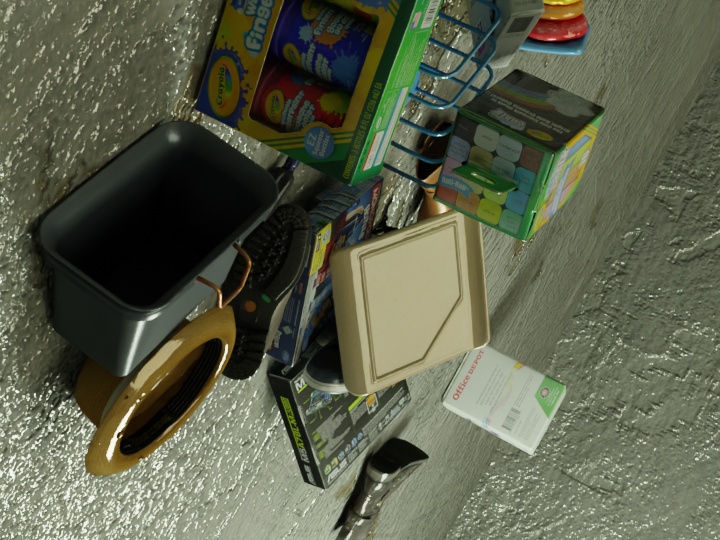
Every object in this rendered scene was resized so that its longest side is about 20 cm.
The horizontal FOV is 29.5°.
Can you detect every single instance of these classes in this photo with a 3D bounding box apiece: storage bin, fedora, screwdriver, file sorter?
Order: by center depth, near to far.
[{"bbox_3d":[-0.170,-0.006,1.168,0.200,0.146,0.134,-47,167,-39],"label":"storage bin"},{"bbox_3d":[-0.203,0.097,1.281,0.201,0.082,0.201,-48,164,-18],"label":"fedora"},{"bbox_3d":[-0.058,-0.136,1.450,0.200,0.028,0.029,-58,-168,-16],"label":"screwdriver"},{"bbox_3d":[0.074,-0.211,1.551,0.139,0.123,0.200,-51,160,-29],"label":"file sorter"}]

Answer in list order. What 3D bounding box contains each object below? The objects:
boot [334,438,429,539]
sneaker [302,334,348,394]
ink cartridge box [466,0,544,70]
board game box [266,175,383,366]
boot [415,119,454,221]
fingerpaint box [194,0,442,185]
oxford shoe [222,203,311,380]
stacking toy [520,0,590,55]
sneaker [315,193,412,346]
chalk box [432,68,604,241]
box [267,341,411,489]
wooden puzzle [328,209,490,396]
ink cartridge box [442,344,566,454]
[{"bbox_3d":[0.031,0.396,2.424,0.200,0.069,0.174,-14,132,-58],"label":"boot"},{"bbox_3d":[0.007,0.052,1.635,0.202,0.077,0.146,-31,137,-46],"label":"sneaker"},{"bbox_3d":[0.157,-0.342,1.566,0.200,0.044,0.174,122,-40,-79],"label":"ink cartridge box"},{"bbox_3d":[-0.038,-0.021,1.613,0.200,0.062,0.200,-44,155,-47],"label":"board game box"},{"bbox_3d":[0.104,-0.109,1.871,0.155,0.074,0.200,16,89,-73],"label":"boot"},{"bbox_3d":[-0.034,-0.200,1.188,0.073,0.167,0.200,-29,144,-63],"label":"fingerpaint box"},{"bbox_3d":[-0.106,0.015,1.489,0.084,0.073,0.200,-60,175,-75],"label":"oxford shoe"},{"bbox_3d":[0.265,-0.402,1.868,0.116,0.110,0.200,-63,160,-56],"label":"stacking toy"},{"bbox_3d":[0.003,0.002,1.746,0.200,0.060,0.104,-57,175,-38],"label":"sneaker"},{"bbox_3d":[0.170,-0.124,1.541,0.200,0.124,0.124,-39,151,-49],"label":"chalk box"},{"bbox_3d":[-0.023,0.155,1.809,0.200,0.047,0.193,-44,130,-35],"label":"box"},{"bbox_3d":[0.058,0.033,1.601,0.200,0.037,0.185,-18,114,-27],"label":"wooden puzzle"},{"bbox_3d":[0.280,0.246,2.661,0.145,0.200,0.088,-60,166,-9],"label":"ink cartridge box"}]
